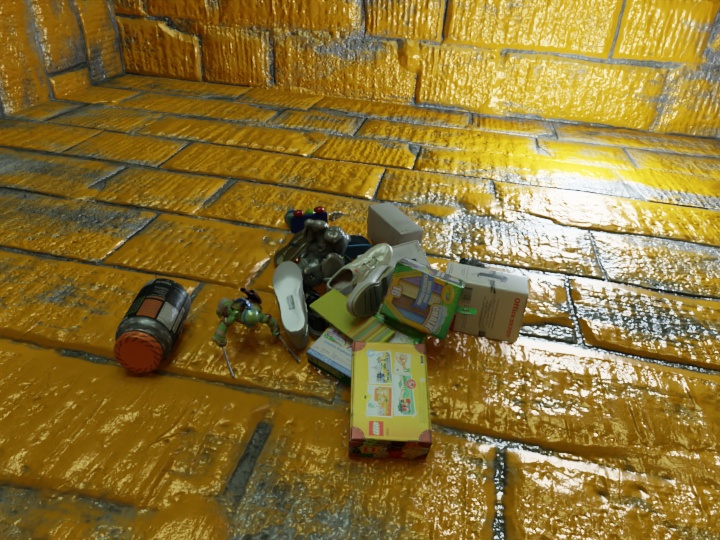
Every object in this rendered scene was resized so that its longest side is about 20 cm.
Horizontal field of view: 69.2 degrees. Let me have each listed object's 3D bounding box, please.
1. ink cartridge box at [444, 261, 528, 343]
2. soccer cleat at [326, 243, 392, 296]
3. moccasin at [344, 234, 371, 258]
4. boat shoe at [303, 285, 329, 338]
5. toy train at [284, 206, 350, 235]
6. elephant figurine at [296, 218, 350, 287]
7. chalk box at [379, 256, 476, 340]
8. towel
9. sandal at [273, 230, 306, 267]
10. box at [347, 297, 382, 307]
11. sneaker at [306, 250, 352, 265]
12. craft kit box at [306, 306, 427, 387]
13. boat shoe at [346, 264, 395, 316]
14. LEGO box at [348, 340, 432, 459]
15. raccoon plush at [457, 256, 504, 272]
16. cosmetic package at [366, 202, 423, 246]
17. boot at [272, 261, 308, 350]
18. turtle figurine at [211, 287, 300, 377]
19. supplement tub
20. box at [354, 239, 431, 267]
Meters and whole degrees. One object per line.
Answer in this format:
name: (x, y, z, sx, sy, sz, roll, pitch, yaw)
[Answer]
ink cartridge box: (0.292, 0.077, 1.260, 0.196, 0.147, 0.084, 12, 32, 12)
soccer cleat: (0.000, 0.000, 1.289, 0.199, 0.078, 0.070, -38, 71, -7)
moccasin: (-0.066, -0.070, 1.532, 0.196, 0.081, 0.069, 3, 39, -27)
boat shoe: (-0.115, 0.086, 1.288, 0.067, 0.058, 0.201, -7, 33, -18)
toy train: (-0.142, -0.170, 1.678, 0.196, 0.087, 0.115, -12, 22, -23)
elephant figurine: (-0.111, -0.018, 1.335, 0.152, 0.204, 0.141, 15, -5, -7)
chalk box: (0.160, 0.067, 1.160, 0.197, 0.126, 0.124, 23, 10, 11)
towel: (-0.020, 0.112, 1.163, 0.199, 0.018, 0.085, 33, 49, 32)
sandal: (-0.174, -0.062, 1.529, 0.079, 0.055, 0.200, 20, 50, 35)
box: (0.025, 0.126, 1.258, 0.196, 0.042, 0.119, 12, 34, 16)
sneaker: (-0.064, -0.023, 1.437, 0.195, 0.084, 0.071, 13, 23, 13)
craft kit box: (0.016, 0.166, 1.145, 0.197, 0.049, 0.198, 25, 53, 25)
boat shoe: (0.015, 0.046, 1.194, 0.067, 0.076, 0.199, 9, 24, 28)
LEGO box: (0.053, 0.241, 0.988, 0.145, 0.078, 0.203, 3, 51, -1)
raccoon plush: (0.327, 0.038, 1.383, 0.195, 0.098, 0.135, -4, 41, -12)
cosmetic package: (0.099, -0.115, 1.580, 0.083, 0.109, 0.200, -12, 37, -24)
boot: (-0.161, 0.084, 1.214, 0.072, 0.096, 0.203, -7, 54, -6)
turtle figurine: (-0.262, 0.136, 1.182, 0.143, 0.202, 0.193, -33, 21, -13)
supplement tub: (-0.455, 0.119, 1.144, 0.120, 0.125, 0.201, 3, 32, -1)
box: (0.087, 0.001, 1.395, 0.197, 0.060, 0.118, -16, 68, -28)
